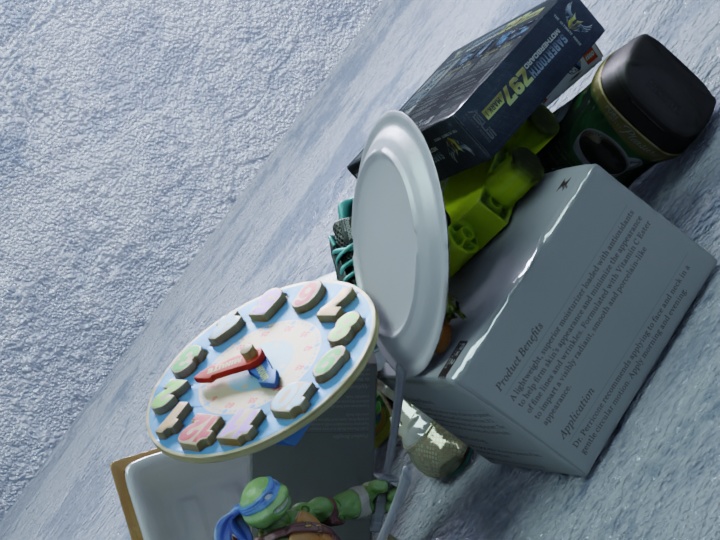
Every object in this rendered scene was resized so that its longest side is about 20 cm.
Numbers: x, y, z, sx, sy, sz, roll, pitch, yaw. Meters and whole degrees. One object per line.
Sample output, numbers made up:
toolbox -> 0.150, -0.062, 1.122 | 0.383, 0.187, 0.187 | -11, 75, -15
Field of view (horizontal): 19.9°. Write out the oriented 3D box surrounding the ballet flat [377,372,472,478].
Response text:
ballet flat -> 0.047, 0.127, 1.818 | 0.068, 0.062, 0.200 | -57, 18, 7

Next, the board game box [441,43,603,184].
board game box -> 0.107, -0.144, 1.802 | 0.200, 0.035, 0.126 | -41, 21, -8

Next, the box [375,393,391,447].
box -> 0.038, 0.091, 2.026 | 0.117, 0.048, 0.200 | -48, 12, 27

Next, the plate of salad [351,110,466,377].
plate of salad -> 0.038, -0.021, 1.554 | 0.200, 0.048, 0.202 | 176, 90, -72

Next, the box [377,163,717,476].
box -> 0.140, 0.039, 1.586 | 0.200, 0.130, 0.200 | -56, 13, -11

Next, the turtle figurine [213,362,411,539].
turtle figurine -> 0.012, 0.213, 1.500 | 0.199, 0.195, 0.144 | -34, 24, -10

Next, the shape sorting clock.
shape sorting clock -> -0.077, 0.073, 1.564 | 0.199, 0.039, 0.201 | -23, 33, 16

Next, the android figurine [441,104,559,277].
android figurine -> 0.081, -0.049, 1.654 | 0.200, 0.041, 0.183 | -42, 16, 41

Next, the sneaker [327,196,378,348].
sneaker -> 0.000, 0.000, 1.776 | 0.077, 0.092, 0.200 | -25, 24, 14

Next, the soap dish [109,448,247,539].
soap dish -> -0.103, 0.217, 1.783 | 0.198, 0.159, 0.081 | -15, -15, -16

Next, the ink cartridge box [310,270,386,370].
ink cartridge box -> -0.003, 0.047, 1.870 | 0.199, 0.050, 0.163 | -26, 21, 21

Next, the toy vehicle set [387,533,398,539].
toy vehicle set -> -0.034, 0.323, 1.721 | 0.200, 0.026, 0.125 | -47, 14, 29

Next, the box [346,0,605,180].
box -> 0.090, -0.137, 1.653 | 0.158, 0.051, 0.200 | -49, 13, -25

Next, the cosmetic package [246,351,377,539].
cosmetic package -> -0.041, 0.158, 1.673 | 0.090, 0.106, 0.202 | -104, 17, -73

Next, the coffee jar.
coffee jar -> 0.213, -0.115, 1.784 | 0.200, 0.104, 0.086 | -41, 11, 45
